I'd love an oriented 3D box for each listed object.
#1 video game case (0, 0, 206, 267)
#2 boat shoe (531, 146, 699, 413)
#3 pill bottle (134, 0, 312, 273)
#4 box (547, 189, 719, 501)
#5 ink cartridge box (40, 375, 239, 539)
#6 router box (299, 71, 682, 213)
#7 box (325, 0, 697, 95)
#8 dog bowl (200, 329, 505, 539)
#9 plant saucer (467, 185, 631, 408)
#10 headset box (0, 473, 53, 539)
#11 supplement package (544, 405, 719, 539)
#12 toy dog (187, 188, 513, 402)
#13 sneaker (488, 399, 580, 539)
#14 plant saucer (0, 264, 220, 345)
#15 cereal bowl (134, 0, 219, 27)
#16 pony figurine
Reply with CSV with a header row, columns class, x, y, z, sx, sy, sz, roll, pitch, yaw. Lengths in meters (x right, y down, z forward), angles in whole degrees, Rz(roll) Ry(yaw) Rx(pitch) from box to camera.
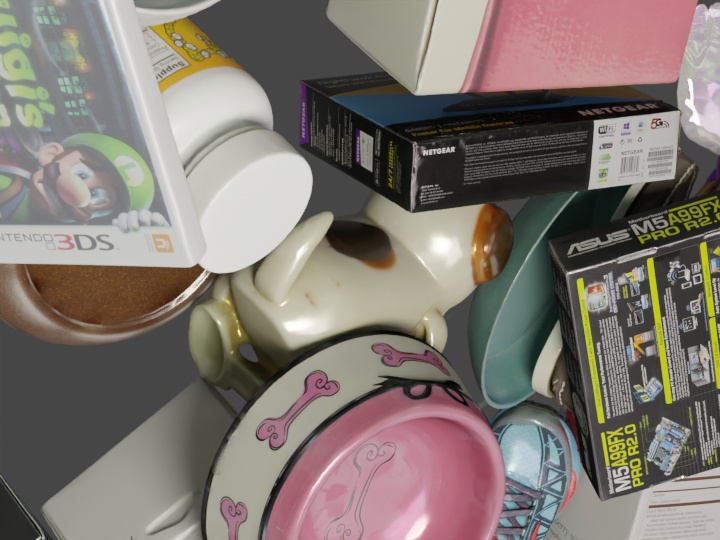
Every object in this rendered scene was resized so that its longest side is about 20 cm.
class,x,y,z,sx,sy,sz,roll,pitch,yaw
video game case,-0.189,-0.091,1.410,0.023,0.182,0.200,-54,137,-49
boat shoe,0.188,0.010,1.799,0.200,0.059,0.072,-64,158,12
pill bottle,-0.121,-0.090,1.497,0.113,0.200,0.113,-32,147,-24
box,0.218,0.048,1.750,0.160,0.044,0.200,-16,125,-5
ink cartridge box,-0.085,0.206,1.751,0.147,0.146,0.200,-39,132,-5
router box,0.081,-0.090,1.669,0.200,0.149,0.051,-8,112,-29
box,0.098,-0.186,1.638,0.200,0.128,0.109,-5,121,-29
dog bowl,0.004,0.142,1.624,0.200,0.074,0.200,-19,126,-29
plant saucer,0.129,0.000,1.791,0.200,0.036,0.200,-45,155,-28
headset box,-0.250,0.253,1.712,0.174,0.093,0.200,-37,130,-8
supplement package,0.219,0.137,1.916,0.120,0.121,0.200,-2,118,-30
toy dog,0.000,0.000,1.694,0.200,0.139,0.194,-33,139,-28
sneaker,0.105,0.191,1.879,0.079,0.096,0.200,17,113,3
plant saucer,-0.150,-0.034,1.641,0.200,0.032,0.200,-15,124,-24
cereal bowl,-0.149,-0.226,1.454,0.200,0.083,0.200,12,69,-35
pony figurine,0.298,-0.078,1.808,0.166,0.200,0.193,6,101,-34
